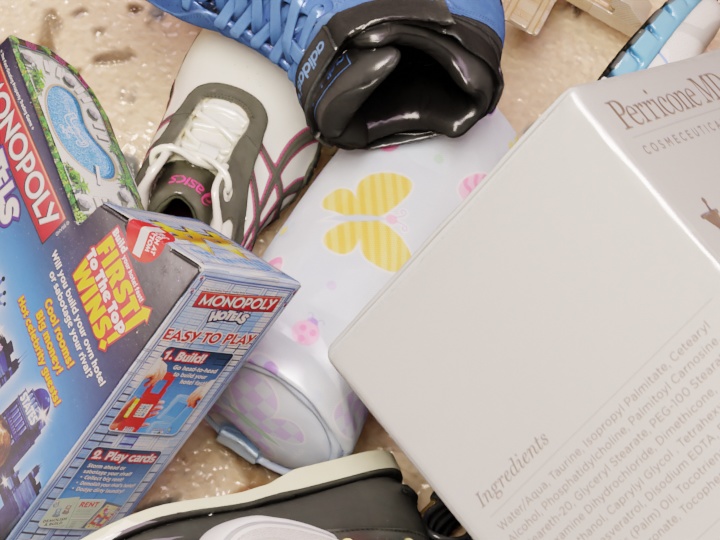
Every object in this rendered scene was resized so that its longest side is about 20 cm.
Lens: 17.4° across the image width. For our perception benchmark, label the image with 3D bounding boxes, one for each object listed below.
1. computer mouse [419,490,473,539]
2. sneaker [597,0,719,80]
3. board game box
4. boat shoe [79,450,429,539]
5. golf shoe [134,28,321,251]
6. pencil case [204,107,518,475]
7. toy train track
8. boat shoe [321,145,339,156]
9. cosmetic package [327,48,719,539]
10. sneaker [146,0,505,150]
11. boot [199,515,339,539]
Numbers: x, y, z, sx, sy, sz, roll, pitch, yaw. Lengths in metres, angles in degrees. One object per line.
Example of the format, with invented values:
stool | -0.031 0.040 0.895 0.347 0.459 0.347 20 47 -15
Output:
computer mouse | 0.119 0.148 1.048 0.109 0.044 0.200 -36 72 -29
sneaker | 0.137 -0.051 1.163 0.086 0.075 0.201 35 67 2
board game box | -0.125 0.014 0.986 0.061 0.200 0.201 9 50 -49
boat shoe | -0.060 0.135 0.999 0.200 0.074 0.063 -14 60 -24
golf shoe | -0.064 -0.045 1.072 0.077 0.088 0.201 17 74 3
pencil case | 0.000 0.000 1.079 0.083 0.091 0.201 27 60 10
toy train track | 0.064 -0.185 1.215 0.199 0.033 0.115 29 39 0
boat shoe | -0.049 -0.148 1.176 0.071 0.072 0.202 -4 68 -13
cosmetic package | 0.131 0.043 0.972 0.200 0.166 0.167 50 30 13
sneaker | -0.029 -0.113 1.041 0.198 0.077 0.112 13 42 -15
boot | 0.030 0.154 0.947 0.199 0.095 0.074 33 62 -26
